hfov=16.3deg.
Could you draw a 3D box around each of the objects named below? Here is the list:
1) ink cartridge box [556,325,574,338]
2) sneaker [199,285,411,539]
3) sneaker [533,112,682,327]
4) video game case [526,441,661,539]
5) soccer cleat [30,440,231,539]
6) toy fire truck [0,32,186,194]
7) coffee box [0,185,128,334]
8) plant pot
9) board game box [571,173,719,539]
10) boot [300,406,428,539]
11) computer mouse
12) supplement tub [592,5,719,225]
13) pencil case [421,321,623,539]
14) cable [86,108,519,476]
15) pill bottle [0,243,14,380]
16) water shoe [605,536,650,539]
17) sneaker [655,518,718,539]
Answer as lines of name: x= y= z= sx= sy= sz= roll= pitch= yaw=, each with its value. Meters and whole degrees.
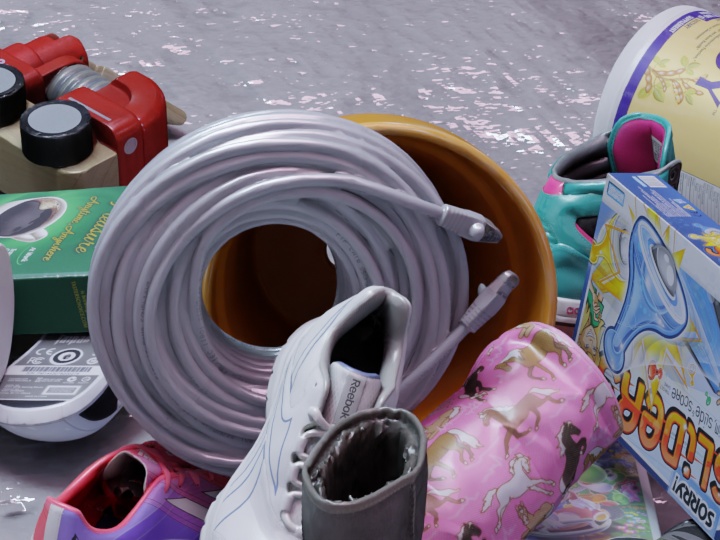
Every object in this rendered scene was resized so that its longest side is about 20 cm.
ink cartridge box: x=0.170 y=0.048 z=1.536 sx=0.199 sy=0.044 sz=0.174 roll=7 pitch=16 yaw=0
sneaker: x=-0.024 y=0.091 z=1.213 sx=0.074 sy=0.087 sz=0.201 roll=20 pitch=57 yaw=-10
sneaker: x=0.185 y=-0.034 z=1.527 sx=0.199 sy=0.121 sz=0.084 roll=-3 pitch=19 yaw=-30
video game case: x=0.095 y=0.118 z=1.450 sx=0.142 sy=0.018 sz=0.200 roll=5 pitch=29 yaw=-4
soccer cleat: x=-0.106 y=0.118 z=1.343 sx=0.068 sy=0.074 sz=0.200 roll=21 pitch=31 yaw=26
toy fire truck: x=-0.183 y=-0.102 z=1.701 sx=0.176 sy=0.129 sz=0.200 roll=29 pitch=45 yaw=33
coffee box: x=-0.213 y=-0.004 z=1.515 sx=0.199 sy=0.044 sz=0.123 roll=-4 pitch=26 yaw=18
plant pot: x=0.000 y=0.000 z=1.463 sx=0.199 sy=0.201 sz=0.183 roll=3 pitch=11 yaw=-8
board game box: x=0.180 y=0.046 z=1.367 sx=0.034 sy=0.136 sz=0.200 roll=0 pitch=24 yaw=-24
boot: x=-0.004 y=0.186 z=1.113 sx=0.072 sy=0.201 sz=0.182 roll=9 pitch=29 yaw=3
computer mouse: x=-0.158 y=0.053 z=1.477 sx=0.109 sy=0.044 sz=0.200 roll=1 pitch=27 yaw=21
supplement tub: x=0.276 y=-0.084 z=1.725 sx=0.200 sy=0.146 sz=0.145 roll=27 pitch=34 yaw=32
pencil case: x=0.051 y=0.114 z=1.319 sx=0.200 sy=0.087 sz=0.083 roll=-41 pitch=22 yaw=-27
cable: x=-0.044 y=0.010 z=1.321 sx=0.200 sy=0.200 sz=0.069 roll=34 pitch=11 yaw=-18
pill bottle: x=-0.301 y=0.020 z=1.415 sx=0.199 sy=0.112 sz=0.111 roll=2 pitch=28 yaw=5
water shoe: x=0.111 y=0.211 z=1.210 sx=0.071 sy=0.079 sz=0.200 roll=16 pitch=39 yaw=13
sneaker: x=0.162 y=0.174 z=1.324 sx=0.199 sy=0.071 sz=0.083 roll=0 pitch=17 yaw=-17
